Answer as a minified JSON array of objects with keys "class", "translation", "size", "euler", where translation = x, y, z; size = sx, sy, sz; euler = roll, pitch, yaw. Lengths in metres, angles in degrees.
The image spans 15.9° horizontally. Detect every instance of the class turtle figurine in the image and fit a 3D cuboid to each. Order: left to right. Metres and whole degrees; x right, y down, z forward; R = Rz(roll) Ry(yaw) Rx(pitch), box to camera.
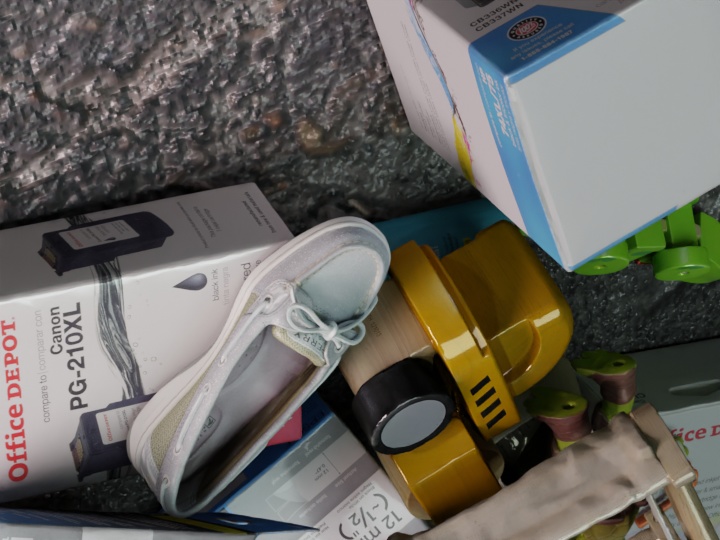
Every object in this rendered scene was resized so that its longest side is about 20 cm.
[{"class":"turtle figurine","translation":[0.147,0.143,1.674],"size":[0.200,0.064,0.161],"euler":[-27,126,-22]}]

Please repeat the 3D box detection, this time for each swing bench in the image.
[{"class":"swing bench","translation":[0.124,0.194,1.584],"size":[0.199,0.130,0.200],"euler":[-27,124,1]}]

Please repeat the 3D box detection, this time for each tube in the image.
[{"class":"tube","translation":[0.000,0.000,1.632],"size":[0.200,0.050,0.077],"euler":[-15,116,-14]}]

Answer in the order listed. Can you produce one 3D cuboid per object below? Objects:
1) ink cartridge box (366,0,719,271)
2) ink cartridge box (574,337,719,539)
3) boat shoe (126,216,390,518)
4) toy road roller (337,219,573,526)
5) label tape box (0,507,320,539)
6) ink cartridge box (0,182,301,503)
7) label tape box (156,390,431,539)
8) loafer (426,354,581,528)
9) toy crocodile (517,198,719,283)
[{"class":"ink cartridge box","translation":[0.115,-0.130,1.514],"size":[0.147,0.200,0.146],"euler":[-30,127,-11]},{"class":"ink cartridge box","translation":[0.214,0.159,1.823],"size":[0.148,0.086,0.200],"euler":[-9,120,-26]},{"class":"boat shoe","translation":[-0.052,0.057,1.491],"size":[0.202,0.065,0.074],"euler":[-45,127,4]},{"class":"toy road roller","translation":[0.061,0.058,1.598],"size":[0.146,0.123,0.200],"euler":[-29,146,-1]},{"class":"label tape box","translation":[-0.144,0.173,1.502],"size":[0.200,0.144,0.063],"euler":[5,87,-26]},{"class":"ink cartridge box","translation":[-0.142,0.043,1.534],"size":[0.200,0.084,0.145],"euler":[-11,122,-18]},{"class":"label tape box","translation":[-0.021,0.198,1.686],"size":[0.143,0.066,0.200],"euler":[-40,109,-4]},{"class":"loafer","translation":[0.085,0.139,1.746],"size":[0.076,0.068,0.200],"euler":[19,107,-37]},{"class":"toy crocodile","translation":[0.172,-0.027,1.696],"size":[0.200,0.068,0.062],"euler":[7,159,-41]}]
